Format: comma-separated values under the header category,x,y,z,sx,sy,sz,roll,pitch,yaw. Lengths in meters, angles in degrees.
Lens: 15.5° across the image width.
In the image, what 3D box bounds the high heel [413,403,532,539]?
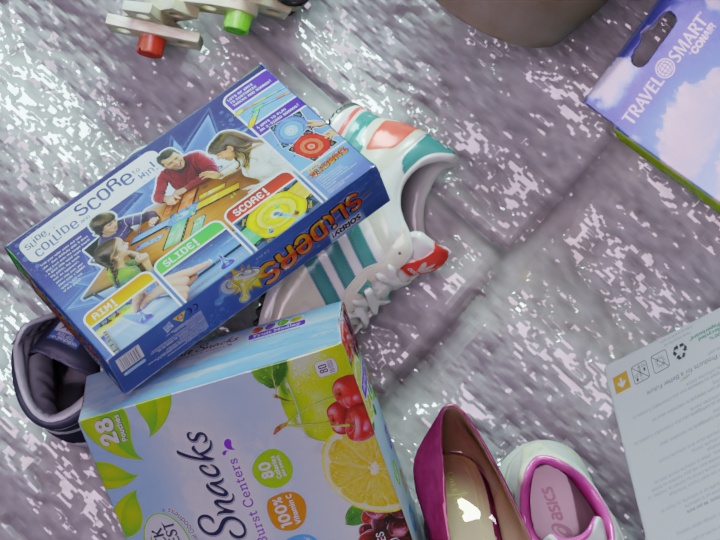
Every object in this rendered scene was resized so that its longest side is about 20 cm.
category,x,y,z,sx,sy,sz,roll,pitch,yaw
high heel,0.078,0.171,1.540,0.067,0.096,0.200,-16,41,-19

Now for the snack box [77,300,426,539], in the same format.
category,x,y,z,sx,sy,sz,roll,pitch,yaw
snack box,-0.059,0.138,1.599,0.168,0.068,0.201,-16,112,7

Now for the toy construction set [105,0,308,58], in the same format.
category,x,y,z,sx,sy,sz,roll,pitch,yaw
toy construction set,-0.088,-0.226,1.677,0.131,0.092,0.201,15,95,-13

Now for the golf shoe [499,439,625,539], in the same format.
category,x,y,z,sx,sy,sz,roll,pitch,yaw
golf shoe,0.137,0.195,1.589,0.075,0.092,0.201,-26,81,-3

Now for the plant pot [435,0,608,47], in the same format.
category,x,y,z,sx,sy,sz,roll,pitch,yaw
plant pot,0.116,-0.238,1.594,0.200,0.200,0.174,40,123,12

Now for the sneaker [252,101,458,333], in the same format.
category,x,y,z,sx,sy,sz,roll,pitch,yaw
sneaker,0.000,0.000,1.647,0.093,0.070,0.201,17,84,18

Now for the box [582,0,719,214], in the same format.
category,x,y,z,sx,sy,sz,roll,pitch,yaw
box,0.251,-0.088,1.622,0.200,0.048,0.122,37,90,12

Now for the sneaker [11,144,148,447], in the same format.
category,x,y,z,sx,sy,sz,roll,pitch,yaw
sneaker,-0.159,0.013,1.655,0.070,0.108,0.201,17,88,13

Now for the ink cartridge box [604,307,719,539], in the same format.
category,x,y,z,sx,sy,sz,roll,pitch,yaw
ink cartridge box,0.247,0.108,1.537,0.198,0.043,0.201,-29,56,30

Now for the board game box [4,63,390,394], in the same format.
category,x,y,z,sx,sy,sz,roll,pitch,yaw
board game box,-0.100,-0.029,1.597,0.200,0.035,0.135,-36,47,-11
